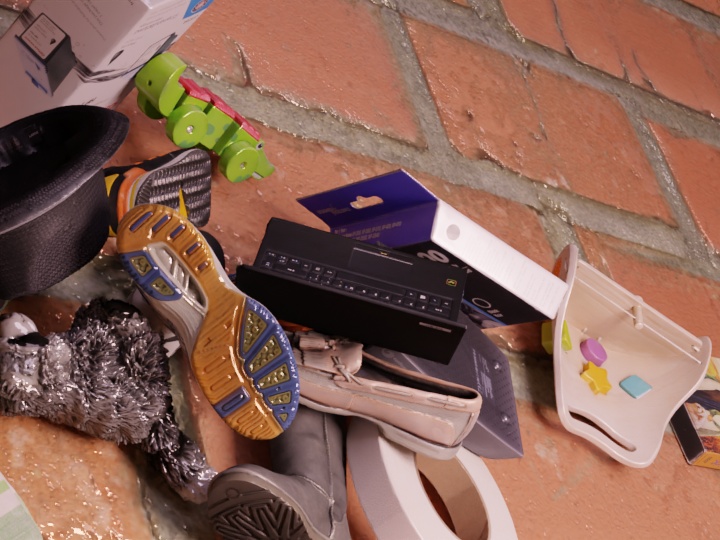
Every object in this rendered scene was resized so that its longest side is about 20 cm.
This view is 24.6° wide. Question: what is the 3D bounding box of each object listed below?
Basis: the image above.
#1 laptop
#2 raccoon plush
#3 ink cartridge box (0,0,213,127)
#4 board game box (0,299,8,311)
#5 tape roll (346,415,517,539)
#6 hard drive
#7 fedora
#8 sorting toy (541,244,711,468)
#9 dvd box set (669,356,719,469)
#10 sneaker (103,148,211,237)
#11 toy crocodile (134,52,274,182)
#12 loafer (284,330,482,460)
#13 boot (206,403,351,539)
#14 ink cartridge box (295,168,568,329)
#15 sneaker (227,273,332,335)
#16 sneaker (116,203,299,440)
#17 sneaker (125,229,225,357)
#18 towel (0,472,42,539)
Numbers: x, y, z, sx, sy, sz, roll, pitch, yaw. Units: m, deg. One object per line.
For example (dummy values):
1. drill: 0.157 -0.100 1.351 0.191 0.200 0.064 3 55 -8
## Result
1. laptop: 0.000 0.000 1.308 0.177 0.103 0.200 16 37 1
2. raccoon plush: -0.193 0.108 1.204 0.200 0.097 0.134 48 41 2
3. ink cartridge box: -0.220 -0.205 1.397 0.086 0.200 0.146 49 34 2
4. board game box: -0.305 -0.015 1.265 0.105 0.023 0.200 39 34 -9
5. tape roll: 0.064 0.195 1.393 0.203 0.037 0.203 44 26 -28
6. hard drive: 0.068 0.077 1.451 0.200 0.042 0.135 42 28 -35
7. fedora: -0.245 -0.043 1.232 0.201 0.200 0.092 -66 140 -55
8. sorting toy: 0.251 0.107 1.689 0.200 0.107 0.180 33 43 -20
9. dvd box set: 0.415 0.162 1.862 0.200 0.029 0.146 14 45 -38
10. sneaker: -0.189 -0.067 1.405 0.090 0.070 0.200 4 10 12
11. toy crocodile: -0.139 -0.136 1.502 0.068 0.062 0.200 44 6 37
12. loafer: 0.003 0.084 1.327 0.200 0.063 0.072 26 27 -12
13. boot: -0.059 0.137 1.311 0.182 0.072 0.200 52 29 -44
14. ink cartridge box: 0.054 -0.011 1.502 0.200 0.198 0.043 34 69 -22
15. sneaker: -0.044 0.019 1.453 0.200 0.075 0.079 -12 78 -56
16. sneaker: -0.112 0.034 1.240 0.200 0.075 0.088 60 -8 -8
17. sneaker: -0.142 0.013 1.357 0.074 0.089 0.200 39 33 -9
18. towel: -0.316 0.132 1.100 0.200 0.023 0.152 52 34 7
